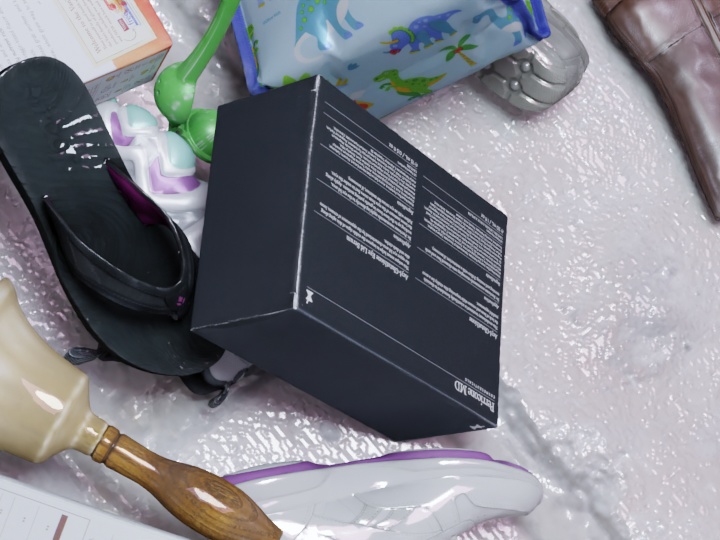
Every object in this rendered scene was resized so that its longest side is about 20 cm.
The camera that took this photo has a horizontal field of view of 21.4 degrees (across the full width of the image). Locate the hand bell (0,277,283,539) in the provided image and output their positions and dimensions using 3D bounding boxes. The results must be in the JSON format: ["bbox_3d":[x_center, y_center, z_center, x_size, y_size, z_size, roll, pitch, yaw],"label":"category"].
[{"bbox_3d":[-0.131,0.098,1.027,0.200,0.104,0.104,30,62,-3],"label":"hand bell"}]

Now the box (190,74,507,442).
[{"bbox_3d":[0.000,0.000,1.087,0.200,0.079,0.141,33,51,-47],"label":"box"}]

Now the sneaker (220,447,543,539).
[{"bbox_3d":[0.010,0.154,1.096,0.200,0.075,0.100,-5,82,-15],"label":"sneaker"}]

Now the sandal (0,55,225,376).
[{"bbox_3d":[-0.135,-0.022,1.023,0.075,0.048,0.200,-40,110,-22],"label":"sandal"}]

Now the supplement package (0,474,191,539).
[{"bbox_3d":[-0.170,0.168,0.948,0.200,0.117,0.117,18,80,9],"label":"supplement package"}]

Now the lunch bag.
[{"bbox_3d":[0.001,-0.208,1.169,0.170,0.127,0.200,-23,63,19],"label":"lunch bag"}]

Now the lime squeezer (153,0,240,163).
[{"bbox_3d":[-0.081,-0.096,1.118,0.071,0.200,0.038,-22,54,-1],"label":"lime squeezer"}]

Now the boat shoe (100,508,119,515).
[{"bbox_3d":[-0.098,0.220,1.025,0.063,0.071,0.200,-36,87,-25],"label":"boat shoe"}]

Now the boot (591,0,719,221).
[{"bbox_3d":[0.278,-0.143,1.307,0.186,0.064,0.200,-27,76,-13],"label":"boot"}]

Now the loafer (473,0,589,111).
[{"bbox_3d":[0.066,-0.185,1.254,0.200,0.070,0.070,44,42,4],"label":"loafer"}]

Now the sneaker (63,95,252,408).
[{"bbox_3d":[-0.135,-0.004,1.097,0.200,0.078,0.140,40,61,0],"label":"sneaker"}]

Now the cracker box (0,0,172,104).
[{"bbox_3d":[-0.224,-0.135,1.053,0.200,0.058,0.134,-26,82,-26],"label":"cracker box"}]
